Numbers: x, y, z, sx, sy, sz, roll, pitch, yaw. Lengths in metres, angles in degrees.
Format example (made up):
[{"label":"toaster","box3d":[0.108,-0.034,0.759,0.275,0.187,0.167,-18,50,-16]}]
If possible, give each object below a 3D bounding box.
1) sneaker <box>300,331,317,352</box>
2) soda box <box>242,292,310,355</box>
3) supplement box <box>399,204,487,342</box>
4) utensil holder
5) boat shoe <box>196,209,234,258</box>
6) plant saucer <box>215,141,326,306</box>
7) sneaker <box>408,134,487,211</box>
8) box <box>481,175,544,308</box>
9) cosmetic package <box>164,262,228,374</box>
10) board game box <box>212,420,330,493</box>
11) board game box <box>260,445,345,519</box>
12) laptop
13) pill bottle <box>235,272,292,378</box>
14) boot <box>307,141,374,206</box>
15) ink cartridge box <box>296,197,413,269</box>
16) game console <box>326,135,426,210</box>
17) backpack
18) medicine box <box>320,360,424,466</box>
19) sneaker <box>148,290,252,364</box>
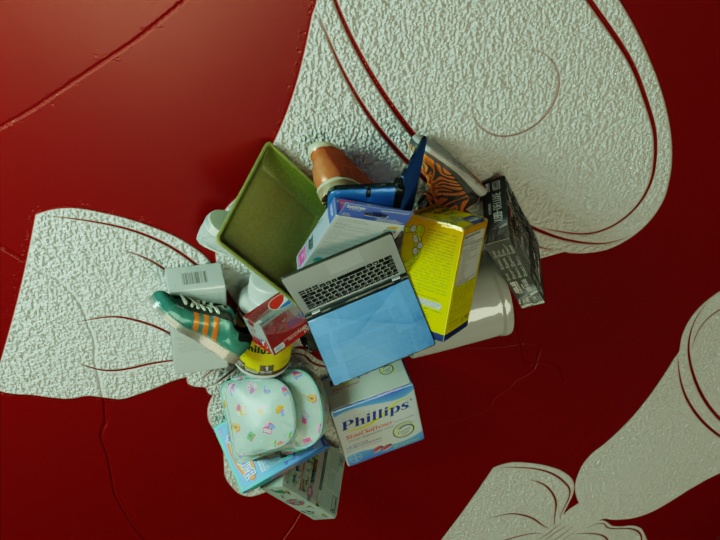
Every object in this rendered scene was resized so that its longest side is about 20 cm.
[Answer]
[{"label":"sneaker","box3d":[-0.081,0.121,1.524,0.091,0.076,0.200,-28,161,15]},{"label":"soda box","box3d":[-0.098,0.059,1.389,0.200,0.070,0.064,-34,121,-24]},{"label":"supplement box","box3d":[0.132,0.002,1.371,0.109,0.109,0.201,-21,124,-58]},{"label":"utensil holder","box3d":[0.173,0.069,1.552,0.199,0.170,0.170,-16,132,-6]},{"label":"boat shoe","box3d":[-0.189,-0.046,1.396,0.200,0.070,0.071,19,137,-32]},{"label":"plant saucer","box3d":[-0.139,-0.073,1.331,0.048,0.200,0.200,-5,143,46]},{"label":"sneaker","box3d":[0.131,-0.150,1.415,0.112,0.078,0.200,-44,129,15]},{"label":"box","box3d":[0.285,-0.051,1.497,0.050,0.158,0.200,-16,137,23]},{"label":"cosmetic package","box3d":[-0.294,0.088,1.454,0.101,0.071,0.201,-6,129,-16]},{"label":"board game box","box3d":[-0.184,0.342,1.652,0.199,0.153,0.045,-29,162,5]},{"label":"board game box","box3d":[-0.121,0.437,1.754,0.064,0.148,0.200,-14,139,30]},{"label":"laptop","box3d":[0.000,0.065,1.289,0.187,0.116,0.200,-23,147,2]},{"label":"pill bottle","box3d":[-0.174,0.095,1.480,0.109,0.109,0.201,-3,128,-19]},{"label":"boot","box3d":[-0.021,-0.156,1.357,0.075,0.108,0.200,-30,161,18]},{"label":"ink cartridge box","box3d":[-0.012,-0.054,1.266,0.119,0.042,0.200,7,147,-24]},{"label":"game console","box3d":[0.023,-0.114,1.326,0.170,0.119,0.200,-3,147,-7]},{"label":"backpack","box3d":[-0.162,0.274,1.560,0.199,0.177,0.153,-12,169,-2]},{"label":"medicine box","box3d":[0.026,0.298,1.728,0.181,0.103,0.201,-19,133,-5]},{"label":"sneaker","box3d":[-0.265,0.078,1.371,0.200,0.071,0.080,39,91,-34]}]
